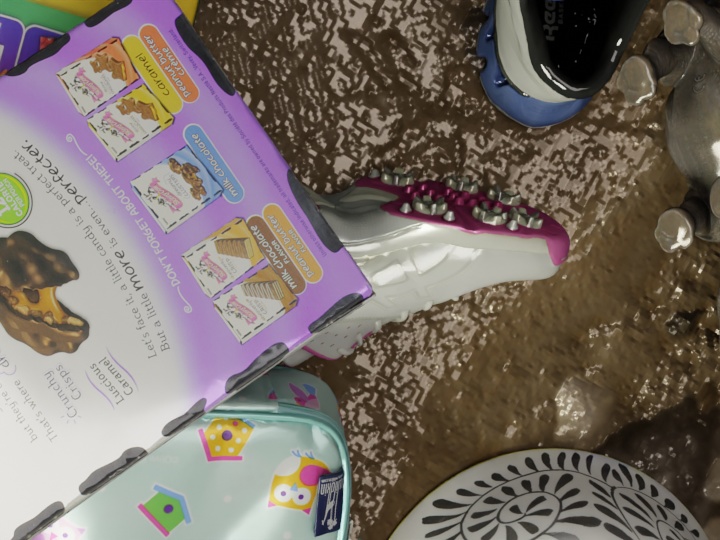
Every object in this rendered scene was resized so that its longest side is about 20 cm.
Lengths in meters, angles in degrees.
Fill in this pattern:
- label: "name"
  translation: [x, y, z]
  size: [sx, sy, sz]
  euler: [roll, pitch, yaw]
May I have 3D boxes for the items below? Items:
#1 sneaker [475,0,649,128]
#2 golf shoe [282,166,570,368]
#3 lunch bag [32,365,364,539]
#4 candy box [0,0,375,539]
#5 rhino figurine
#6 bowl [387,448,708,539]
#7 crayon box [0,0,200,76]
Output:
- label: "sneaker"
  translation: [0.100, -0.167, 1.190]
  size: [0.080, 0.115, 0.201]
  euler: [-4, 95, -12]
- label: "golf shoe"
  translation: [0.000, 0.000, 1.212]
  size: [0.198, 0.075, 0.092]
  euler: [3, 108, -9]
- label: "lunch bag"
  translation: [-0.098, 0.125, 1.179]
  size: [0.198, 0.077, 0.162]
  euler: [3, 106, -10]
- label: "candy box"
  translation: [-0.124, 0.001, 1.091]
  size: [0.199, 0.072, 0.168]
  euler: [-34, 89, -15]
- label: "rhino figurine"
  translation: [0.181, -0.038, 1.235]
  size: [0.059, 0.087, 0.202]
  euler: [-9, 99, 33]
- label: "bowl"
  translation: [0.102, 0.191, 1.227]
  size: [0.199, 0.094, 0.203]
  euler: [-1, 93, -11]
- label: "crayon box"
  translation: [-0.191, -0.070, 1.152]
  size: [0.199, 0.058, 0.174]
  euler: [16, 88, -20]
